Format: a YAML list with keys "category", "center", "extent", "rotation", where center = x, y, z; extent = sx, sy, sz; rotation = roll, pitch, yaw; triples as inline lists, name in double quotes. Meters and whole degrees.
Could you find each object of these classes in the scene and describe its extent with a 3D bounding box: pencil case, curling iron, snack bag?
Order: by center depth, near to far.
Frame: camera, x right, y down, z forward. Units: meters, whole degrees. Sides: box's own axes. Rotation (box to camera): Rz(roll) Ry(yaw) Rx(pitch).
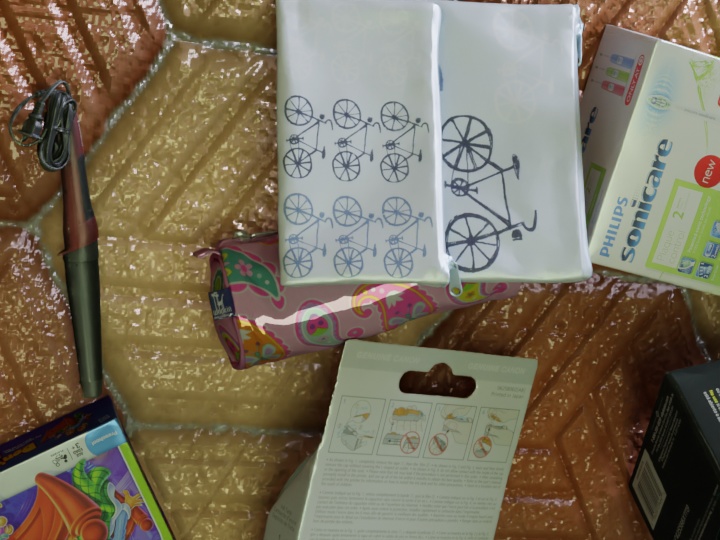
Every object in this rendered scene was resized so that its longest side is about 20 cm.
- category: "snack bag"
  center: [0.046, -0.079, 0.968]
  extent: [0.199, 0.021, 0.189]
  rotation: [2, 76, -10]
- category: "curling iron"
  center: [-0.179, -0.016, 0.970]
  extent: [0.050, 0.025, 0.201]
  rotation: [-28, 121, -47]
- category: "pencil case"
  center: [0.000, 0.000, 0.997]
  extent: [0.199, 0.087, 0.088]
  rotation: [-14, 108, -10]

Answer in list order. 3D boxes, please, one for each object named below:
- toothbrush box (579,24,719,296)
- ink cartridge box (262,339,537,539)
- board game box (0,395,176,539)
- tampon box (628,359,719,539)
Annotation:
- category: "toothbrush box"
  center: [0.239, -0.061, 1.047]
  extent: [0.199, 0.086, 0.146]
  rotation: [15, 100, -17]
- category: "ink cartridge box"
  center: [0.022, 0.144, 1.044]
  extent: [0.162, 0.057, 0.201]
  rotation: [8, 95, -35]
- category: "board game box"
  center: [-0.221, 0.184, 1.006]
  extent: [0.199, 0.045, 0.135]
  rotation: [-25, 110, -8]
- category: "tampon box"
  center: [0.305, 0.134, 1.067]
  extent: [0.199, 0.127, 0.150]
  rotation: [-12, 142, -13]
